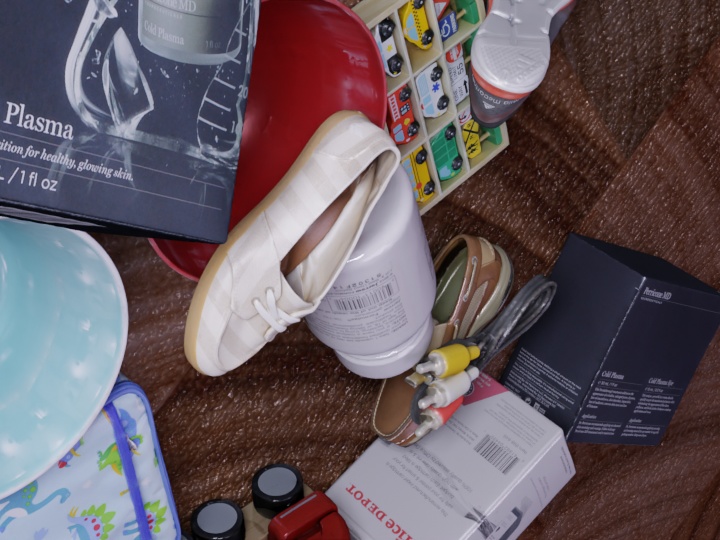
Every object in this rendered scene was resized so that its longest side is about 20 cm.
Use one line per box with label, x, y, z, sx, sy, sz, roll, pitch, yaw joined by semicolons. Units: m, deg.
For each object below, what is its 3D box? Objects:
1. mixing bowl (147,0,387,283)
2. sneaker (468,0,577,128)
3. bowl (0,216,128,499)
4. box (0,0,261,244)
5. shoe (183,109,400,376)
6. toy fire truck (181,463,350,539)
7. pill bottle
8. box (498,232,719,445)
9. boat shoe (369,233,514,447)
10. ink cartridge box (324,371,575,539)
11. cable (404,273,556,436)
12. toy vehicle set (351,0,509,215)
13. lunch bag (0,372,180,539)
mixing bowl;-0.089;-0.104;0.853;0.199;0.108;0.202;-26;133;-31
sneaker;0.123;-0.193;1.020;0.201;0.076;0.082;-61;175;-36
bowl;-0.252;0.035;0.785;0.199;0.105;0.203;-26;133;-31
box;-0.159;-0.126;0.648;0.199;0.123;0.200;10;86;-52
shoe;-0.044;-0.013;0.836;0.201;0.053;0.070;-56;141;0
toy fire truck;-0.066;0.264;1.056;0.175;0.199;0.130;-26;133;-30
pill bottle;0.000;0.000;1.004;0.114;0.114;0.201;-43;150;-14
box;0.266;0.076;1.343;0.199;0.104;0.184;11;109;-49
boat shoe;0.060;0.056;1.152;0.074;0.075;0.202;32;83;-45
ink cartridge box;0.082;0.203;1.208;0.200;0.145;0.085;-43;140;-14
cable;0.109;0.079;1.117;0.199;0.050;0.098;-27;135;-35
toy vehicle set;0.055;-0.147;1.035;0.124;0.026;0.201;-39;138;-20
lunch bag;-0.214;0.166;0.935;0.160;0.082;0.202;-31;136;-31
